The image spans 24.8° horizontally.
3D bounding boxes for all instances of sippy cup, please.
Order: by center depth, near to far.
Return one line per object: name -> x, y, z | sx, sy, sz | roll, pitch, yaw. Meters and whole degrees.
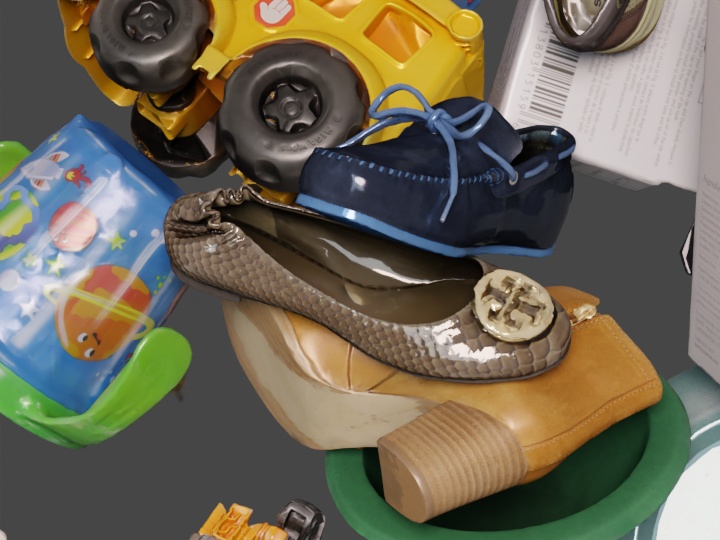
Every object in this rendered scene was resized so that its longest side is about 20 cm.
sippy cup -> -0.148, -0.002, 0.833 | 0.178, 0.140, 0.130 | 42, 92, 7

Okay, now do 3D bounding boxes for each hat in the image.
hat -> 0.071, 0.150, 0.825 | 0.199, 0.166, 0.177 | -4, 124, 12

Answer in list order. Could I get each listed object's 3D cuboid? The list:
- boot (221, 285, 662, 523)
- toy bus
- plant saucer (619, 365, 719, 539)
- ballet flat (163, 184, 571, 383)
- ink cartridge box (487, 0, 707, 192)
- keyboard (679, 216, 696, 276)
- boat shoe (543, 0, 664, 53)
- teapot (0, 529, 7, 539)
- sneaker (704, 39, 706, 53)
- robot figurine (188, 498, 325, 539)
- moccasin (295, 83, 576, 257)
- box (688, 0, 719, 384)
boot -> 0.035, 0.037, 0.789 | 0.144, 0.071, 0.201 | -24, 40, -26
toy bus -> -0.025, -0.122, 0.840 | 0.200, 0.136, 0.192 | 34, 77, 16
plant saucer -> 0.203, 0.139, 0.802 | 0.199, 0.036, 0.201 | -2, 82, 11
ballet flat -> 0.000, 0.000, 0.740 | 0.199, 0.047, 0.067 | 18, 42, 19
ink cartridge box -> 0.172, -0.137, 0.842 | 0.173, 0.044, 0.201 | 17, 85, -8
keyboard -> 0.245, -0.069, 0.805 | 0.104, 0.040, 0.201 | 26, 90, -6
boat shoe -> 0.117, -0.199, 0.755 | 0.073, 0.065, 0.201 | 3, 104, 20
teapot -> -0.267, 0.211, 0.826 | 0.196, 0.146, 0.201 | 9, 85, 12
sneaker -> 0.184, -0.188, 0.795 | 0.088, 0.075, 0.201 | 16, 76, 0
robot figurine -> -0.071, 0.185, 0.754 | 0.058, 0.201, 0.145 | 27, 51, 12
moccasin -> 0.036, -0.048, 0.731 | 0.080, 0.200, 0.069 | 23, 102, 24
box -> 0.226, -0.042, 0.729 | 0.124, 0.098, 0.201 | -7, 111, -13
